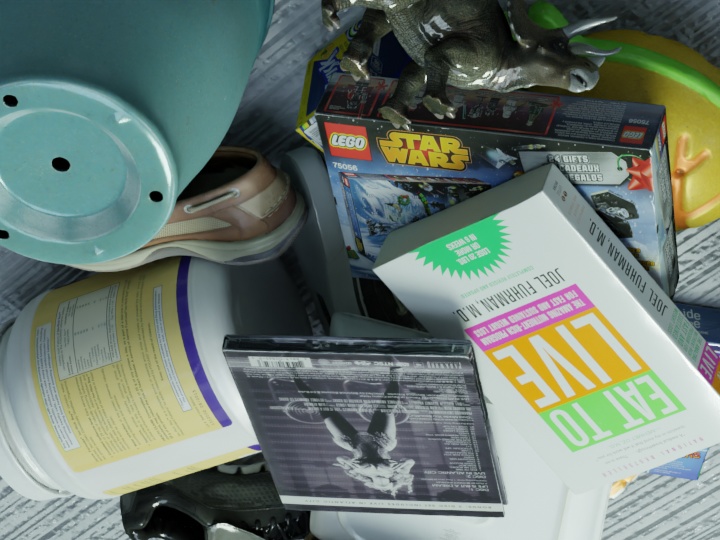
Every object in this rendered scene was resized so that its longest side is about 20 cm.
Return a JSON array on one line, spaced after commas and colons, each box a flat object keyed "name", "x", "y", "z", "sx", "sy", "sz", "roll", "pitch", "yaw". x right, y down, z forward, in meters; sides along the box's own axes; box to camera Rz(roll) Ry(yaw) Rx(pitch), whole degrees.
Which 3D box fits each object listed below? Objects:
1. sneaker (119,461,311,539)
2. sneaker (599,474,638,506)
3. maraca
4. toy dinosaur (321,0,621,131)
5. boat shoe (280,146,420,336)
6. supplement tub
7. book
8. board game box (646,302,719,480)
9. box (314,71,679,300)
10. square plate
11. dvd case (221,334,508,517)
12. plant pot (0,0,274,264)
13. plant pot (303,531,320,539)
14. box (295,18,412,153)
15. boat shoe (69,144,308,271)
[{"name": "sneaker", "x": -0.083, "y": 0.179, "z": 1.588, "sx": 0.198, "sy": 0.091, "sz": 0.067, "roll": 9, "pitch": 134, "yaw": -1}, {"name": "sneaker", "x": 0.109, "y": 0.120, "z": 1.476, "sx": 0.199, "sy": 0.078, "sz": 0.078, "roll": -21, "pitch": 115, "yaw": 19}, {"name": "maraca", "x": 0.147, "y": -0.092, "z": 1.304, "sx": 0.199, "sy": 0.107, "sz": 0.137, "roll": 28, "pitch": 144, "yaw": -7}, {"name": "toy dinosaur", "x": 0.034, "y": -0.145, "z": 1.205, "sx": 0.200, "sy": 0.102, "sz": 0.077, "roll": 40, "pitch": 158, "yaw": -5}, {"name": "boat shoe", "x": 0.000, "y": 0.000, "z": 1.439, "sx": 0.063, "sy": 0.071, "sz": 0.201, "roll": -26, "pitch": 123, "yaw": -14}, {"name": "supplement tub", "x": -0.142, "y": 0.068, "z": 1.456, "sx": 0.199, "sy": 0.146, "sz": 0.146, "roll": -18, "pitch": 128, "yaw": 22}, {"name": "book", "x": 0.121, "y": 0.034, "z": 1.282, "sx": 0.133, "sy": 0.048, "sz": 0.200, "roll": -24, "pitch": 119, "yaw": 41}, {"name": "board game box", "x": 0.149, "y": 0.073, "z": 1.500, "sx": 0.198, "sy": 0.035, "sz": 0.136, "roll": 9, "pitch": 133, "yaw": -3}, {"name": "box", "x": 0.081, "y": -0.043, "z": 1.275, "sx": 0.199, "sy": 0.040, "sz": 0.137, "roll": 8, "pitch": 139, "yaw": 19}, {"name": "square plate", "x": 0.065, "y": 0.133, "z": 1.438, "sx": 0.199, "sy": 0.029, "sz": 0.199, "roll": 14, "pitch": 127, "yaw": 10}, {"name": "dvd case", "x": 0.007, "y": 0.097, "z": 1.352, "sx": 0.147, "sy": 0.016, "sz": 0.200, "roll": 1, "pitch": 146, "yaw": 11}, {"name": "plant pot", "x": -0.159, "y": -0.114, "z": 1.264, "sx": 0.198, "sy": 0.189, "sz": 0.201, "roll": 4, "pitch": 133, "yaw": 4}, {"name": "plant pot", "x": 0.042, "y": 0.288, "z": 1.530, "sx": 0.198, "sy": 0.200, "sz": 0.175, "roll": 9, "pitch": 108, "yaw": -2}, {"name": "box", "x": 0.054, "y": -0.066, "z": 1.361, "sx": 0.200, "sy": 0.070, "sz": 0.064, "roll": 38, "pitch": 127, "yaw": -25}, {"name": "boat shoe", "x": -0.130, "y": -0.049, "z": 1.385, "sx": 0.199, "sy": 0.076, "sz": 0.072, "roll": -3, "pitch": 135, "yaw": 23}]
